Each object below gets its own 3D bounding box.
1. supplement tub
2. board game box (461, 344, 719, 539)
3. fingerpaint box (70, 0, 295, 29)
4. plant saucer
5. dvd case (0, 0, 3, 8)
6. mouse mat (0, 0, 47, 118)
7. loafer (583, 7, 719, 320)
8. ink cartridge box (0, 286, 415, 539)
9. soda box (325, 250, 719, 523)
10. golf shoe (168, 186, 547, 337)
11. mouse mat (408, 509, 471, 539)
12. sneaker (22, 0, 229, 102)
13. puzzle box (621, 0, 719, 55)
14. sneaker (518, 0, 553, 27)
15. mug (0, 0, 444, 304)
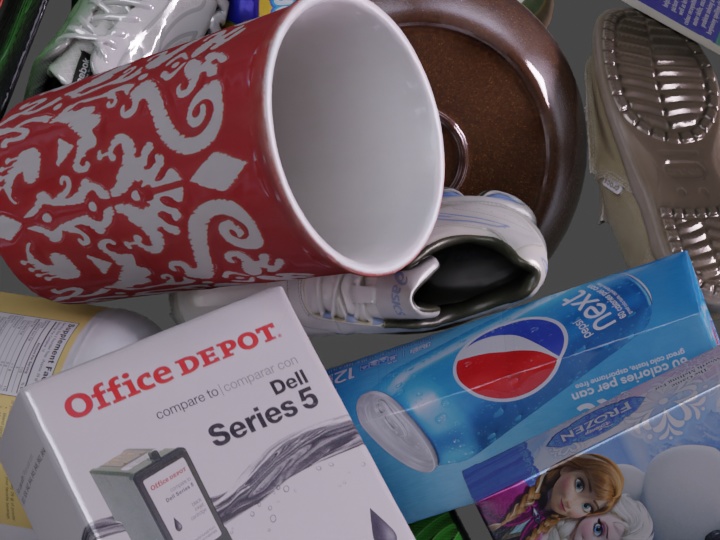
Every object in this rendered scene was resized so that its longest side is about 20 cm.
[{"bbox_3d":[-0.180,0.085,1.314,0.199,0.145,0.146,8,75,15],"label":"supplement tub"},{"bbox_3d":[0.180,0.142,1.212,0.198,0.043,0.201,-27,111,2],"label":"board game box"},{"bbox_3d":[-0.077,-0.147,1.404,0.166,0.073,0.201,-2,73,11],"label":"fingerpaint box"},{"bbox_3d":[0.028,-0.061,1.320,0.199,0.032,0.202,-2,102,-8],"label":"plant saucer"},{"bbox_3d":[-0.207,-0.191,1.415,0.022,0.146,0.201,23,76,-15],"label":"dvd case"},{"bbox_3d":[-0.188,-0.144,1.362,0.007,0.200,0.162,22,82,-14],"label":"mouse mat"},{"bbox_3d":[0.156,-0.053,1.326,0.075,0.068,0.201,6,54,-21],"label":"loafer"},{"bbox_3d":[-0.063,0.129,1.169,0.145,0.084,0.201,-22,73,-24],"label":"ink cartridge box"},{"bbox_3d":[0.083,0.062,1.244,0.199,0.068,0.064,-19,28,10],"label":"soda box"},{"bbox_3d":[0.000,0.000,1.263,0.199,0.097,0.079,-11,104,-6],"label":"golf shoe"},{"bbox_3d":[-0.033,0.177,1.292,0.199,0.008,0.161,-35,52,8],"label":"mouse mat"},{"bbox_3d":[-0.131,-0.119,1.326,0.075,0.081,0.201,21,81,20],"label":"sneaker"},{"bbox_3d":[0.181,-0.215,1.295,0.133,0.201,0.025,31,46,16],"label":"puzzle box"},{"bbox_3d":[0.047,-0.226,1.393,0.067,0.090,0.201,-24,70,3],"label":"sneaker"},{"bbox_3d":[-0.064,-0.046,1.216,0.199,0.177,0.134,-11,75,37],"label":"mug"}]
